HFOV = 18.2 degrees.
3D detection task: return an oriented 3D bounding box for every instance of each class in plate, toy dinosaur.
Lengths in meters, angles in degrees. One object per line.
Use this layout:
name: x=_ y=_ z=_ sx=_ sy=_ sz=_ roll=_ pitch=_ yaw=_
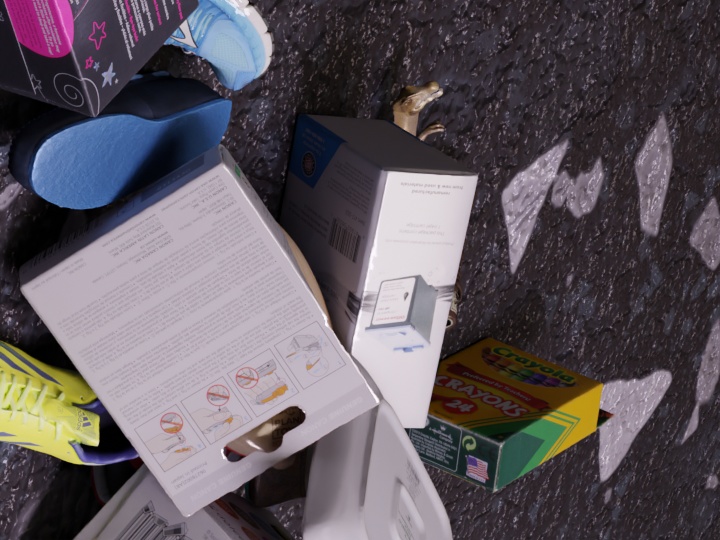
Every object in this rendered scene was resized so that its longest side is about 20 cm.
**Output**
plate: x=0.021 y=0.182 z=1.561 sx=0.200 sy=0.032 sz=0.200 roll=-81 pitch=149 yaw=-52
toy dinosaur: x=0.016 y=-0.060 z=1.779 sx=0.101 sy=0.058 sz=0.200 roll=21 pitch=100 yaw=-42

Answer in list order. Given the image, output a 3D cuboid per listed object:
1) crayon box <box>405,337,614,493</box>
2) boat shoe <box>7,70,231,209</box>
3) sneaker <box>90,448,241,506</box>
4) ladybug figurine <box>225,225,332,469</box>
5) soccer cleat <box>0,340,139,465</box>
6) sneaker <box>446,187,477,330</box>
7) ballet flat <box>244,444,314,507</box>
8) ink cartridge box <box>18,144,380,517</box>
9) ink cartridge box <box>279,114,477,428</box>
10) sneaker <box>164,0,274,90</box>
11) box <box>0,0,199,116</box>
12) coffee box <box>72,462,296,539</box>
crayon box: x=0.122 y=0.118 z=1.961 sx=0.200 sy=0.127 sz=0.051 roll=-24 pitch=127 yaw=-50
boat shoe: x=-0.167 y=-0.087 z=1.460 sx=0.200 sy=0.069 sz=0.084 roll=-13 pitch=132 yaw=-59
sneaker: x=-0.123 y=0.098 z=1.627 sx=0.200 sy=0.071 sz=0.112 roll=-62 pitch=151 yaw=-6
ladybug figurine: x=-0.088 y=0.047 z=1.584 sx=0.135 sy=0.072 sz=0.201 roll=-5 pitch=72 yaw=-35
soccer cleat: x=-0.213 y=0.089 z=1.471 sx=0.200 sy=0.084 sz=0.065 roll=21 pitch=92 yaw=-58
sneaker: x=0.057 y=0.012 z=1.838 sx=0.200 sy=0.075 sz=0.070 roll=-60 pitch=158 yaw=-9
ballet flat: x=-0.032 y=0.129 z=1.725 sx=0.200 sy=0.067 sz=0.068 roll=-54 pitch=149 yaw=-66
ink cartridge box: x=-0.105 y=0.040 z=1.483 sx=0.161 sy=0.050 sz=0.200 roll=-31 pitch=111 yaw=8
ink cartridge box: x=0.000 y=0.000 z=1.669 sx=0.086 sy=0.146 sz=0.201 roll=0 pitch=110 yaw=-28
sneaker: x=-0.131 y=-0.175 z=1.474 sx=0.090 sy=0.078 sz=0.200 roll=-46 pitch=142 yaw=-2
box: x=-0.191 y=-0.210 z=1.283 sx=0.115 sy=0.132 sz=0.200 roll=-50 pitch=144 yaw=-33
coffee box: x=-0.110 y=0.283 z=1.578 sx=0.200 sy=0.200 sz=0.198 roll=-47 pitch=150 yaw=3
